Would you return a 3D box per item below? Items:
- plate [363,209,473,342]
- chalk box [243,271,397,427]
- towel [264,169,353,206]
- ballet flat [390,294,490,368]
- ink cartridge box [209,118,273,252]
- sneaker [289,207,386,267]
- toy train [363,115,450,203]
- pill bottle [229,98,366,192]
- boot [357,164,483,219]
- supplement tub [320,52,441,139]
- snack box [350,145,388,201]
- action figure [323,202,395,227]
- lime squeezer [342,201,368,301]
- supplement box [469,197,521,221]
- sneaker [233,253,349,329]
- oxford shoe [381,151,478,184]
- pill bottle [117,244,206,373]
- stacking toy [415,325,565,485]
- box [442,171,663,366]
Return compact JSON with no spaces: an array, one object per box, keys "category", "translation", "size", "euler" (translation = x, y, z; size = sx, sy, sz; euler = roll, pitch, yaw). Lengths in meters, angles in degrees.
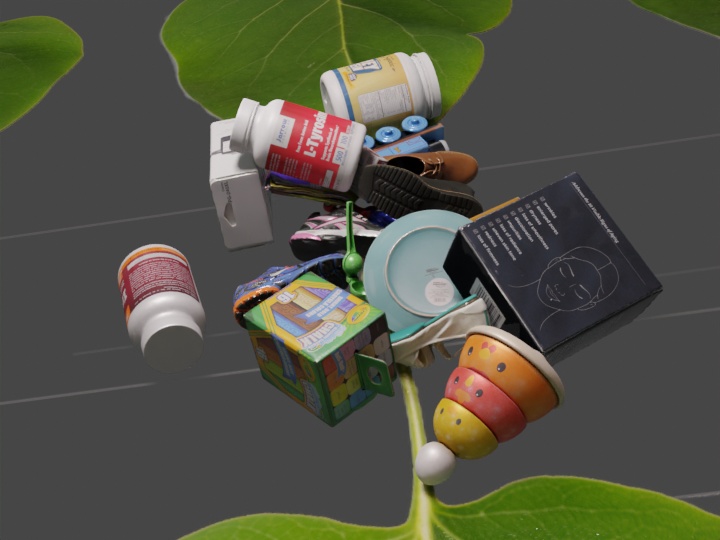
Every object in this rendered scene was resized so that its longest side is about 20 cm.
[{"category":"plate","translation":[0.102,0.004,1.416],"size":[0.200,0.026,0.201],"euler":[-1,72,4]},{"category":"chalk box","translation":[-0.038,0.111,1.319],"size":[0.124,0.125,0.200],"euler":[-34,41,-28]},{"category":"towel","translation":[-0.086,-0.146,1.660],"size":[0.143,0.023,0.200],"euler":[9,15,-7]},{"category":"ballet flat","translation":[0.094,0.095,1.332],"size":[0.200,0.069,0.069],"euler":[-28,22,39]},{"category":"ink cartridge box","translation":[-0.200,-0.149,1.684],"size":[0.083,0.145,0.200],"euler":[-10,36,-1]},{"category":"sneaker","translation":[-0.012,-0.063,1.565],"size":[0.200,0.080,0.086],"euler":[7,53,21]},{"category":"toy train","translation":[0.066,-0.196,1.737],"size":[0.200,0.087,0.114],"euler":[-21,47,-16]},{"category":"pill bottle","translation":[-0.099,-0.202,1.567],"size":[0.200,0.112,0.112],"euler":[16,38,-4]},{"category":"boot","translation":[0.095,-0.125,1.593],"size":[0.200,0.078,0.138],"euler":[23,19,-5]},{"category":"supplement tub","translation":[0.037,-0.321,1.852],"size":[0.200,0.145,0.145],"euler":[-16,37,-7]},{"category":"snack box","translation":[-0.018,-0.182,1.666],"size":[0.024,0.072,0.200],"euler":[13,17,-31]},{"category":"action figure","translation":[0.021,-0.088,1.627],"size":[0.200,0.052,0.065],"euler":[13,30,32]},{"category":"lime squeezer","translation":[0.000,0.000,1.481],"size":[0.038,0.071,0.200],"euler":[-15,73,-25]},{"category":"supplement box","translation":[0.165,-0.036,1.492],"size":[0.200,0.067,0.069],"euler":[-22,71,-17]},{"category":"sneaker","translation":[-0.105,0.017,1.506],"size":[0.200,0.075,0.078],"euler":[-19,34,-14]},{"category":"oxford shoe","translation":[0.115,-0.165,1.655],"size":[0.200,0.071,0.071],"euler":[-6,-1,-22]},{"category":"pill bottle","translation":[-0.290,0.056,1.464],"size":[0.113,0.113,0.200],"euler":[-18,37,-9]},{"category":"stacking toy","translation":[0.140,0.180,1.207],"size":[0.146,0.146,0.200],"euler":[26,67,39]},{"category":"box","translation":[0.249,0.008,1.319],"size":[0.196,0.124,0.200],"euler":[-26,70,-17]}]
